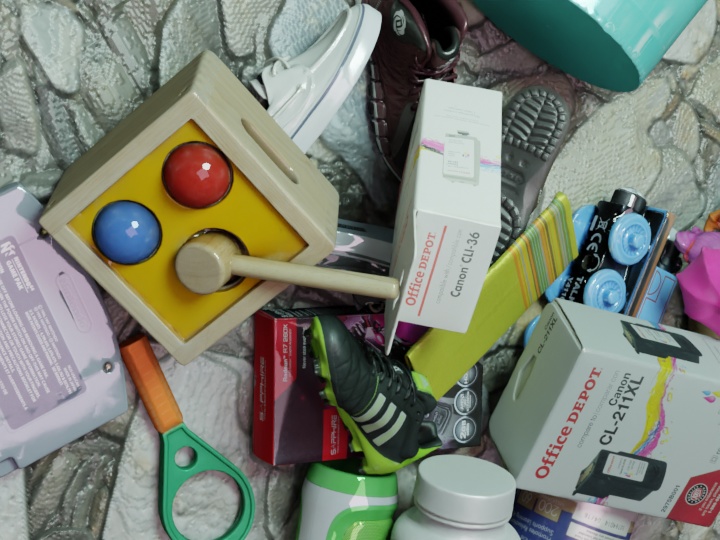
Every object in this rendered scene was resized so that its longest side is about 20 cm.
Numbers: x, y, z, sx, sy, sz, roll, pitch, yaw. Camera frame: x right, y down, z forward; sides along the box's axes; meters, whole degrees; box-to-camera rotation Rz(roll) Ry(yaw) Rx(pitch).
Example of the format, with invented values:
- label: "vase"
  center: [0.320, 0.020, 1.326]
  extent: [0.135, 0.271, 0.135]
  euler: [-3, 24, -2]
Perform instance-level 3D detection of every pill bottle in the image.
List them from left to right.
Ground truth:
- label: "pill bottle"
  center: [0.075, 0.261, 1.152]
  extent: [0.111, 0.112, 0.202]
  euler: [2, 106, -23]
- label: "pill bottle"
  center: [0.164, 0.283, 1.243]
  extent: [0.110, 0.111, 0.202]
  euler: [21, 89, -24]

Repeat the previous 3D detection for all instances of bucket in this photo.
- label: "bucket"
  center: [0.188, -0.251, 1.134]
  extent: [0.207, 0.207, 0.135]
  euler: [36, 85, -23]

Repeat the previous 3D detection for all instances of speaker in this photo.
- label: "speaker"
  center: [-0.021, 0.264, 1.177]
  extent: [0.088, 0.088, 0.202]
  euler: [8, 94, -23]

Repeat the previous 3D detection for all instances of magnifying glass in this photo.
- label: "magnifying glass"
  center: [-0.148, 0.146, 1.143]
  extent: [0.079, 0.022, 0.201]
  euler: [-27, 109, -17]

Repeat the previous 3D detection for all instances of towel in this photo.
- label: "towel"
  center: [0.111, 0.024, 1.163]
  extent: [0.200, 0.018, 0.086]
  euler: [-44, 144, -18]

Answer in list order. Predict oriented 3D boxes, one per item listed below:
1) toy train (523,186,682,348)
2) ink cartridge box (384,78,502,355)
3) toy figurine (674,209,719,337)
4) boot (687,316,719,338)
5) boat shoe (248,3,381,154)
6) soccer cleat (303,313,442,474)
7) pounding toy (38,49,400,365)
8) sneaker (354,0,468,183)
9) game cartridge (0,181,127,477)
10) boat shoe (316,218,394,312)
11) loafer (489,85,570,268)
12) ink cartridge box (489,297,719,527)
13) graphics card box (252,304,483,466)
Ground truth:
- label: "toy train"
  center: [0.225, 0.029, 1.251]
  extent: [0.114, 0.086, 0.202]
  euler: [24, 86, -32]
- label: "ink cartridge box"
  center: [0.064, -0.037, 1.058]
  extent: [0.067, 0.201, 0.117]
  euler: [10, 134, -3]
- label: "toy figurine"
  center: [0.349, -0.011, 1.223]
  extent: [0.183, 0.200, 0.151]
  euler: [-8, 132, -32]
- label: "boot"
  center: [0.296, 0.110, 1.298]
  extent: [0.153, 0.072, 0.202]
  euler: [-18, 104, -17]
- label: "boat shoe"
  center: [-0.059, -0.136, 1.107]
  extent: [0.065, 0.074, 0.201]
  euler: [34, 88, -20]
- label: "soccer cleat"
  center: [0.012, 0.090, 1.084]
  extent: [0.080, 0.068, 0.201]
  euler: [-21, 141, 2]
- label: "pounding toy"
  center: [-0.100, -0.031, 1.030]
  extent: [0.184, 0.142, 0.200]
  euler: [-37, 110, 17]
- label: "sneaker"
  center: [0.054, -0.150, 1.133]
  extent: [0.075, 0.115, 0.202]
  euler: [-22, 105, -18]
- label: "game cartridge"
  center: [-0.263, 0.042, 1.071]
  extent: [0.132, 0.041, 0.201]
  euler: [-26, 107, -14]
- label: "boat shoe"
  center: [0.000, 0.000, 1.147]
  extent: [0.198, 0.070, 0.067]
  euler: [11, 105, -11]
- label: "loafer"
  center: [0.124, -0.061, 1.198]
  extent: [0.073, 0.071, 0.201]
  euler: [34, 101, 11]
- label: "ink cartridge box"
  center: [0.230, 0.123, 1.178]
  extent: [0.198, 0.083, 0.147]
  euler: [13, 116, -19]
- label: "graphics card box"
  center: [0.009, 0.093, 1.184]
  extent: [0.198, 0.051, 0.127]
  euler: [-2, 97, -24]
